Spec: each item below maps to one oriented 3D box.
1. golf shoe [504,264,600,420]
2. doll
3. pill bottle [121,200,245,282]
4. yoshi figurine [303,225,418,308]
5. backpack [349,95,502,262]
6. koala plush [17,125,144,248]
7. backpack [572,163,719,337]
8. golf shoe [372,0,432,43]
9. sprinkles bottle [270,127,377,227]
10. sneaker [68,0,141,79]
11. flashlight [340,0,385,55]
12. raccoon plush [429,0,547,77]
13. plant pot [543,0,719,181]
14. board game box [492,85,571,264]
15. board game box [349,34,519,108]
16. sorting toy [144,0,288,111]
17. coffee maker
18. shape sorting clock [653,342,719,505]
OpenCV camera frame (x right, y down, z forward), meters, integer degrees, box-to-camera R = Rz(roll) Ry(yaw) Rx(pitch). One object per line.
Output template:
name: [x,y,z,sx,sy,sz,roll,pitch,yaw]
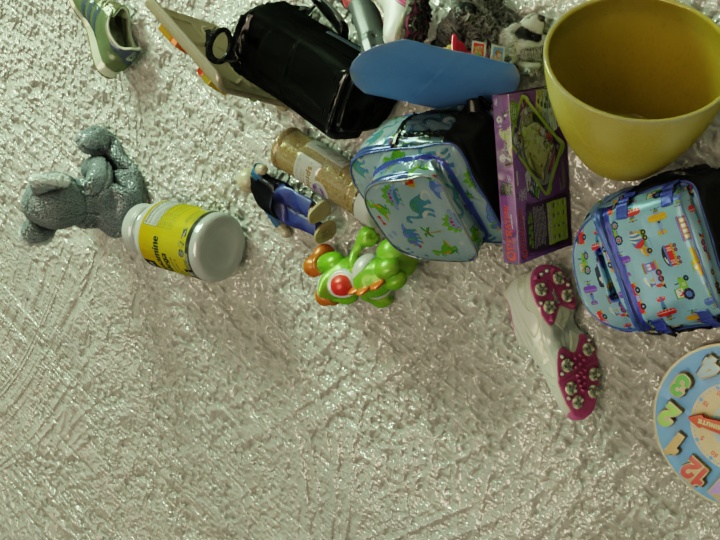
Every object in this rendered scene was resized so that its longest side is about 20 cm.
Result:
golf shoe: [0.243,0.093,1.372,0.091,0.075,0.201,-17,89,57]
doll: [-0.121,-0.103,1.622,0.200,0.048,0.137,31,149,38]
pill bottle: [-0.293,-0.053,1.754,0.199,0.112,0.113,13,111,38]
yoshi figurine: [0.012,-0.003,1.532,0.200,0.112,0.113,-4,71,54]
backpack: [0.086,-0.107,1.361,0.199,0.147,0.183,3,137,45]
koala plush: [-0.491,-0.126,1.845,0.184,0.200,0.178,45,127,22]
backpack: [0.323,-0.012,1.220,0.199,0.134,0.184,-13,94,43]
golf shoe: [0.044,-0.340,1.337,0.092,0.201,0.073,-1,143,15]
sprinkles bottle: [-0.039,-0.135,1.541,0.200,0.068,0.069,34,122,30]
sneaker: [-0.422,-0.429,1.795,0.090,0.067,0.201,-22,88,35]
flashlight: [0.017,-0.313,1.382,0.068,0.067,0.201,98,162,-50]
raccoon plush: [0.157,-0.257,1.340,0.134,0.097,0.200,50,146,7]
plant pot: [0.294,-0.182,1.177,0.200,0.200,0.142,37,152,27]
board game box: [0.209,-0.117,1.297,0.032,0.120,0.201,4,105,38]
board game box: [0.087,-0.243,1.271,0.158,0.199,0.039,146,131,-68]
sorting toy: [-0.208,-0.304,1.557,0.036,0.200,0.185,-46,70,16]
coffee maker: [-0.074,-0.264,1.450,0.200,0.192,0.135,37,142,30]
shape sorting clock: [0.433,0.182,1.244,0.199,0.039,0.201,13,111,38]
